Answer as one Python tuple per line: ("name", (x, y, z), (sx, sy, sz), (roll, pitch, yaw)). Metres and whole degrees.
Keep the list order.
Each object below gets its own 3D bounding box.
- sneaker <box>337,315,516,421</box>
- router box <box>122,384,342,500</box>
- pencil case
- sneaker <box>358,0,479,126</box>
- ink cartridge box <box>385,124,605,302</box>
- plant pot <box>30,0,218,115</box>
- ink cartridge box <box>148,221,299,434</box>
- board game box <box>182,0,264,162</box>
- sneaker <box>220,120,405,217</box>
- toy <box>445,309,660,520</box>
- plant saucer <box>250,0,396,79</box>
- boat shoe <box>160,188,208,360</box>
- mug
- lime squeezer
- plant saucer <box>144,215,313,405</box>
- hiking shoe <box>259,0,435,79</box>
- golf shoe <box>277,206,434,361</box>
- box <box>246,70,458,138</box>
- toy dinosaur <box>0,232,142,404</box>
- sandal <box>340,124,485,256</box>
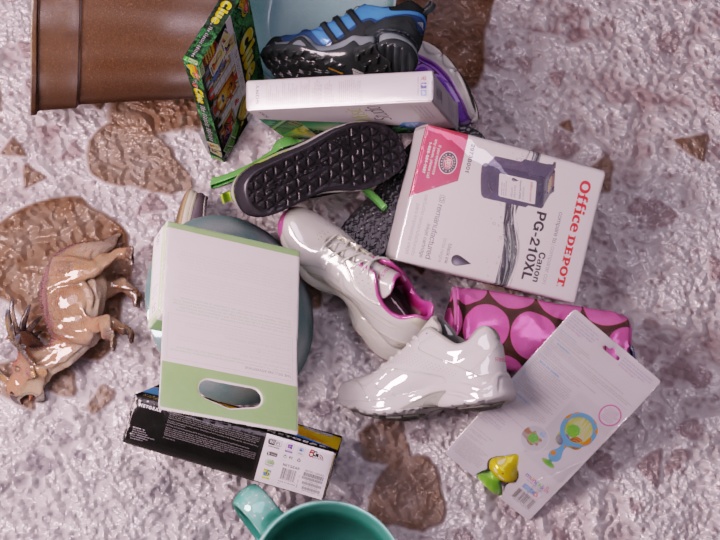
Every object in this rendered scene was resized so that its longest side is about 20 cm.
("sneaker", (0.065, 0.098, 1.464), (0.199, 0.078, 0.100), (-10, 75, 29))
("router box", (-0.121, 0.165, 1.417), (0.199, 0.149, 0.051), (16, 90, 1))
("pencil case", (0.184, 0.076, 1.512), (0.199, 0.091, 0.094), (9, 74, 2))
("sneaker", (0.051, -0.219, 1.630), (0.200, 0.081, 0.084), (40, 87, 20))
("ink cartridge box", (0.142, -0.059, 1.525), (0.199, 0.084, 0.146), (13, 90, -8))
("plant pot", (-0.255, -0.264, 1.560), (0.197, 0.200, 0.202), (1, 69, -13))
("ink cartridge box", (-0.130, 0.060, 1.392), (0.145, 0.048, 0.201), (13, 59, -23))
("board game box", (-0.140, -0.206, 1.531), (0.023, 0.200, 0.105), (21, 69, 12))
("sneaker", (-0.052, -0.111, 1.527), (0.199, 0.083, 0.072), (-16, 100, -17))
("toy", (0.192, 0.143, 1.466), (0.115, 0.047, 0.200), (39, 102, -7))
("plant saucer", (-0.043, -0.295, 1.625), (0.199, 0.036, 0.202), (-5, 77, 24))
("boat shoe", (-0.172, 0.014, 1.518), (0.064, 0.072, 0.201), (8, 69, -11))
("mug", (-0.036, 0.293, 1.396), (0.151, 0.115, 0.186), (-9, 69, -7))
("lime squeezer", (-0.061, -0.112, 1.578), (0.199, 0.038, 0.071), (9, 50, 12))
("plant saucer", (-0.123, 0.034, 1.477), (0.200, 0.039, 0.202), (13, 67, -32))
("hiking shoe", (-0.014, -0.241, 1.552), (0.199, 0.075, 0.087), (2, 51, 32))
("golf shoe", (0.000, 0.000, 1.504), (0.200, 0.092, 0.075), (45, 52, 0))
("box", (-0.006, -0.173, 1.530), (0.199, 0.144, 0.037), (0, 83, 15))
("toy dinosaur", (-0.303, 0.032, 1.494), (0.134, 0.086, 0.201), (4, 63, 5))
("sandal", (0.055, -0.085, 1.588), (0.200, 0.048, 0.075), (-42, 78, -4))
